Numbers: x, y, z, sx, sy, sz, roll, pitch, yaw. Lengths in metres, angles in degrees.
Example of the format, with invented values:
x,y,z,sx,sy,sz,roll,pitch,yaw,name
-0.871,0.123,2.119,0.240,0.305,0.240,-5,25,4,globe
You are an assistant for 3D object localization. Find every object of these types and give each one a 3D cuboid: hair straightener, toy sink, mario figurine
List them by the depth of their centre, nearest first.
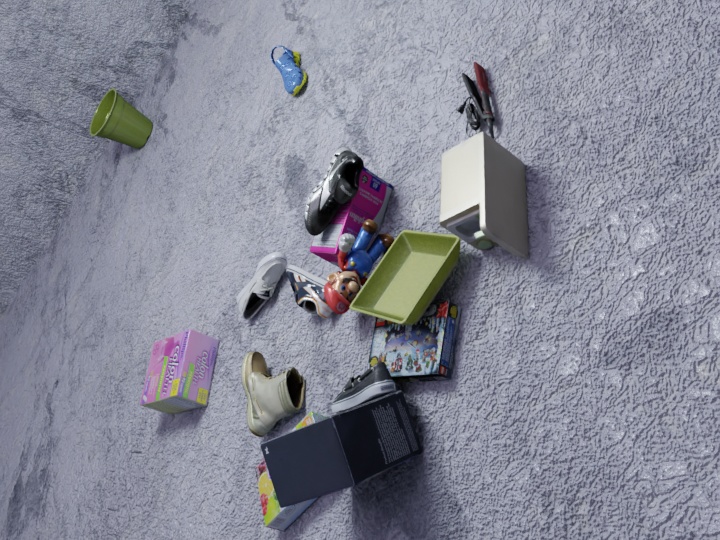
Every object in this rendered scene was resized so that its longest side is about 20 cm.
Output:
x,y,z,sx,sy,sz,roll,pitch,yaw,name
0.218,-0.116,1.409,0.111,0.129,0.204,-24,53,41,toy sink
0.235,-0.330,1.601,0.076,0.040,0.204,-35,49,34,hair straightener
0.000,0.000,1.620,0.122,0.106,0.202,26,75,16,mario figurine

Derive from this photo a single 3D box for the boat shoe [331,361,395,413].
x,y,z,sx,sy,sz,roll,pitch,yaw,name
0.003,0.225,1.498,0.199,0.067,0.058,-36,64,52,boat shoe

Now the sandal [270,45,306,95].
x,y,z,sx,sy,sz,roll,pitch,yaw,name
-0.213,-0.579,2.267,0.079,0.086,0.202,-44,42,22,sandal

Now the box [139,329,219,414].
x,y,z,sx,sy,sz,roll,pitch,yaw,name
-0.479,0.271,2.082,0.198,0.096,0.180,-19,55,44,box

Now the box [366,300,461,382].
x,y,z,sx,sy,sz,roll,pitch,yaw,name
0.097,0.138,1.485,0.198,0.039,0.140,-13,58,48,box

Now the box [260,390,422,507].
x,y,z,sx,sy,sz,roll,pitch,yaw,name
-0.034,0.315,1.388,0.198,0.196,0.126,-29,77,39,box

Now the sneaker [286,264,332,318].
x,y,z,sx,sy,sz,roll,pitch,yaw,name
-0.121,0.047,1.780,0.199,0.078,0.081,24,82,53,sneaker

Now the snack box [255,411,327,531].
x,y,z,sx,sy,sz,roll,pitch,yaw,name
-0.129,0.406,1.597,0.200,0.052,0.144,-46,40,23,snack box

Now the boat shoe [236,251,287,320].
x,y,z,sx,sy,sz,roll,pitch,yaw,name
-0.241,0.041,1.944,0.200,0.071,0.066,-46,44,25,boat shoe

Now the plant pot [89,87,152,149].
x,y,z,sx,sy,sz,roll,pitch,yaw,name
-0.918,-0.569,3.060,0.198,0.188,0.204,-28,49,38,plant pot

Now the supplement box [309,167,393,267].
x,y,z,sx,sy,sz,roll,pitch,yaw,name
-0.020,-0.114,1.731,0.102,0.100,0.204,7,75,51,supplement box

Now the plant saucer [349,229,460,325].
x,y,z,sx,sy,sz,roll,pitch,yaw,name
0.094,0.020,1.511,0.202,0.048,0.198,-55,28,-14,plant saucer

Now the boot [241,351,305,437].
x,y,z,sx,sy,sz,roll,pitch,yaw,name
-0.194,0.248,1.759,0.154,0.071,0.203,-37,49,33,boot

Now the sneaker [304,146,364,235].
x,y,z,sx,sy,sz,roll,pitch,yaw,name
-0.053,-0.164,1.661,0.090,0.066,0.203,25,87,54,sneaker
